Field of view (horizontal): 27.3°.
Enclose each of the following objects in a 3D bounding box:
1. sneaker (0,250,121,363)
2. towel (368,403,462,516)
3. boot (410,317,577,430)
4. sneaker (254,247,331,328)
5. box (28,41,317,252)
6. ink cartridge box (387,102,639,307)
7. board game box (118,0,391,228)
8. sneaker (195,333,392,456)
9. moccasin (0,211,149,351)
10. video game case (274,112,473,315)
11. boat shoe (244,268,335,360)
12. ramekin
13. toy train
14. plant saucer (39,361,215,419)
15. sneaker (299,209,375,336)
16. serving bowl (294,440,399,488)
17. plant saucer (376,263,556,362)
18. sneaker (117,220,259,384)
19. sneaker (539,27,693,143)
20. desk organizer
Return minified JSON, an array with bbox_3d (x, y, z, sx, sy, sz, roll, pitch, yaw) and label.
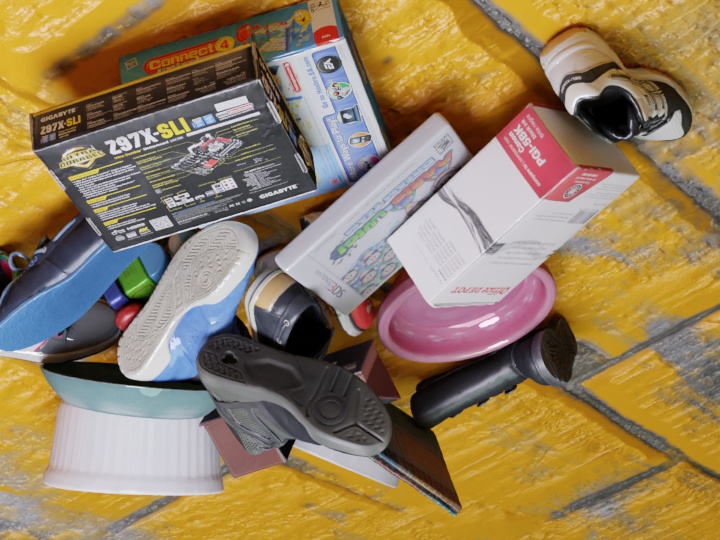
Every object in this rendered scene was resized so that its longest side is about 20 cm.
[{"bbox_3d":[-0.333,0.033,1.476,0.200,0.084,0.121,1,154,-15],"label":"sneaker"},{"bbox_3d":[0.040,0.194,1.669,0.147,0.200,0.022,35,101,-16],"label":"towel"},{"bbox_3d":[0.144,0.128,1.714,0.200,0.066,0.165,-23,179,20],"label":"boot"},{"bbox_3d":[-0.070,0.063,1.583,0.076,0.092,0.200,-14,147,2],"label":"sneaker"},{"bbox_3d":[-0.154,-0.100,1.256,0.200,0.049,0.160,-17,144,9],"label":"box"},{"bbox_3d":[0.145,-0.059,1.408,0.200,0.083,0.147,-43,158,25],"label":"ink cartridge box"},{"bbox_3d":[-0.086,-0.136,1.316,0.196,0.056,0.200,-15,146,6],"label":"board game box"},{"bbox_3d":[-0.058,0.136,1.403,0.199,0.076,0.114,18,148,18],"label":"sneaker"},{"bbox_3d":[-0.277,-0.004,1.405,0.200,0.068,0.080,-38,150,1],"label":"moccasin"},{"bbox_3d":[0.027,-0.048,1.406,0.200,0.024,0.182,-42,157,3],"label":"video game case"},{"bbox_3d":[-0.062,0.072,1.448,0.075,0.062,0.200,-49,154,-22],"label":"boat shoe"},{"bbox_3d":[-0.250,0.194,1.653,0.200,0.098,0.200,3,176,0],"label":"ramekin"},{"bbox_3d":[-0.180,0.030,1.528,0.116,0.085,0.200,-33,147,4],"label":"toy train"},{"bbox_3d":[-0.229,0.124,1.519,0.200,0.036,0.200,7,-178,0],"label":"plant saucer"},{"bbox_3d":[0.000,0.000,1.532,0.085,0.077,0.200,-21,149,-2],"label":"sneaker"},{"bbox_3d":[-0.037,0.189,1.744,0.200,0.066,0.200,24,174,3],"label":"serving bowl"},{"bbox_3d":[0.112,0.030,1.618,0.200,0.051,0.201,-11,148,-7],"label":"plant saucer"},{"bbox_3d":[-0.138,0.036,1.435,0.111,0.077,0.200,14,122,-47],"label":"sneaker"},{"bbox_3d":[0.243,-0.146,1.372,0.200,0.088,0.076,19,134,-39],"label":"sneaker"},{"bbox_3d":[-0.063,0.150,1.593,0.200,0.072,0.077,-20,110,21],"label":"desk organizer"}]
